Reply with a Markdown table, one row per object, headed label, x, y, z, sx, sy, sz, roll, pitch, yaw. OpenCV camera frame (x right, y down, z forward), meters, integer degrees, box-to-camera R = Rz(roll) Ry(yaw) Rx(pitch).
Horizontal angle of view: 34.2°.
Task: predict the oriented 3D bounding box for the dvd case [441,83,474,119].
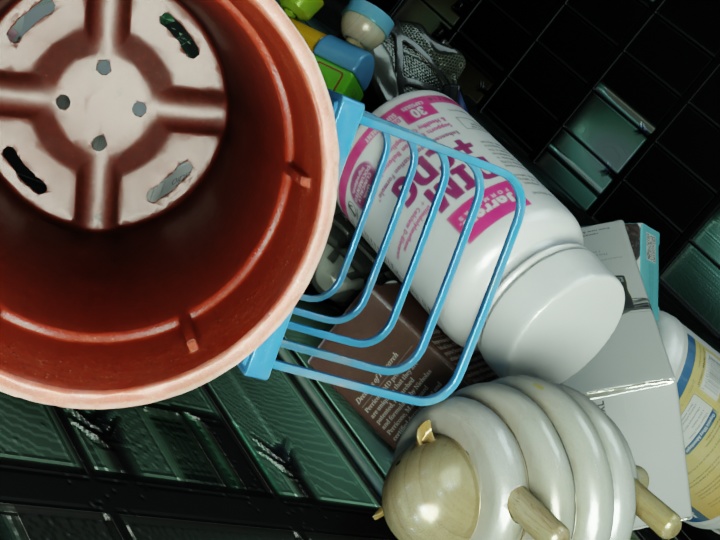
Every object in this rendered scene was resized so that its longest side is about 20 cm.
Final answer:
| label | x | y | z | sx | sy | sz | roll | pitch | yaw |
| --- | --- | --- | --- | --- | --- | --- | --- | --- | --- |
| dvd case | 0.087 | -0.047 | 0.989 | 0.017 | 0.145 | 0.200 | 3 | -18 | 18 |

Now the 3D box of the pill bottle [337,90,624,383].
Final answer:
| label | x | y | z | sx | sy | sz | roll | pitch | yaw |
| --- | --- | --- | --- | --- | --- | --- | --- | --- | --- |
| pill bottle | 0.076 | -0.021 | 0.778 | 0.113 | 0.114 | 0.200 | 22 | 22 | -50 |

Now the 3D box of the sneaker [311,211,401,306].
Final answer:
| label | x | y | z | sx | sy | sz | roll | pitch | yaw |
| --- | --- | --- | --- | --- | --- | --- | --- | --- | --- |
| sneaker | 0.000 | 0.000 | 0.897 | 0.076 | 0.079 | 0.200 | 47 | 20 | 5 |

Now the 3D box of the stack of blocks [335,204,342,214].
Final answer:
| label | x | y | z | sx | sy | sz | roll | pitch | yaw |
| --- | --- | --- | --- | --- | --- | --- | --- | --- | --- |
| stack of blocks | -0.008 | -0.051 | 1.060 | 0.199 | 0.059 | 0.115 | 39 | 14 | -2 |

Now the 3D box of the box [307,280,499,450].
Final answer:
| label | x | y | z | sx | sy | sz | roll | pitch | yaw |
| --- | --- | --- | --- | --- | --- | --- | --- | --- | --- |
| box | 0.069 | 0.099 | 0.774 | 0.200 | 0.075 | 0.100 | 46 | 15 | 15 |

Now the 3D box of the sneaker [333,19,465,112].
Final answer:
| label | x | y | z | sx | sy | sz | roll | pitch | yaw |
| --- | --- | --- | --- | --- | --- | --- | --- | --- | --- |
| sneaker | 0.060 | -0.133 | 1.039 | 0.113 | 0.076 | 0.202 | -23 | 87 | -29 |

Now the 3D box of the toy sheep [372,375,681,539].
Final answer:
| label | x | y | z | sx | sy | sz | roll | pitch | yaw |
| --- | --- | --- | --- | --- | --- | --- | --- | --- | --- |
| toy sheep | 0.091 | 0.122 | 0.632 | 0.198 | 0.139 | 0.138 | 10 | 30 | -40 |

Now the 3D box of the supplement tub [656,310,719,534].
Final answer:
| label | x | y | z | sx | sy | sz | roll | pitch | yaw |
| --- | --- | --- | --- | --- | --- | --- | --- | --- | --- |
| supplement tub | 0.306 | 0.147 | 1.090 | 0.199 | 0.145 | 0.145 | 36 | 14 | -14 |

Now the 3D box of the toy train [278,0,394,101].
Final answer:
| label | x | y | z | sx | sy | sz | roll | pitch | yaw |
| --- | --- | --- | --- | --- | --- | --- | --- | --- | --- |
| toy train | -0.076 | -0.196 | 0.977 | 0.198 | 0.117 | 0.085 | 28 | -8 | 19 |

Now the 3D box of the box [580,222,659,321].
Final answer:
| label | x | y | z | sx | sy | sz | roll | pitch | yaw |
| --- | --- | --- | --- | --- | --- | --- | --- | --- | --- |
| box | 0.174 | 0.006 | 1.086 | 0.197 | 0.084 | 0.049 | -3 | -11 | 33 |

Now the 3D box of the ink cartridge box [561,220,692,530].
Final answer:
| label | x | y | z | sx | sy | sz | roll | pitch | yaw |
| --- | --- | --- | --- | --- | --- | --- | --- | --- | --- |
| ink cartridge box | 0.194 | 0.080 | 0.918 | 0.201 | 0.082 | 0.147 | -89 | 166 | -55 |

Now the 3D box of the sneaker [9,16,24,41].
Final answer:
| label | x | y | z | sx | sy | sz | roll | pitch | yaw |
| --- | --- | --- | --- | --- | --- | --- | --- | --- | --- |
| sneaker | -0.304 | -0.230 | 0.798 | 0.104 | 0.075 | 0.201 | 30 | 20 | -52 |

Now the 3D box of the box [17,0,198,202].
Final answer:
| label | x | y | z | sx | sy | sz | roll | pitch | yaw |
| --- | --- | --- | --- | --- | --- | --- | --- | --- | --- |
| box | -0.165 | -0.146 | 0.860 | 0.200 | 0.037 | 0.144 | 44 | 45 | 14 |

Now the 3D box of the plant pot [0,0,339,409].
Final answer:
| label | x | y | z | sx | sy | sz | roll | pitch | yaw |
| --- | --- | --- | --- | --- | --- | --- | --- | --- | --- |
| plant pot | -0.125 | -0.065 | 0.565 | 0.200 | 0.202 | 0.195 | 34 | 6 | -19 |

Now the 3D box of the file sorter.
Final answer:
| label | x | y | z | sx | sy | sz | roll | pitch | yaw |
| --- | --- | --- | --- | --- | --- | --- | --- | --- | --- |
| file sorter | -0.016 | -0.026 | 0.661 | 0.121 | 0.141 | 0.200 | 17 | 9 | -25 |
